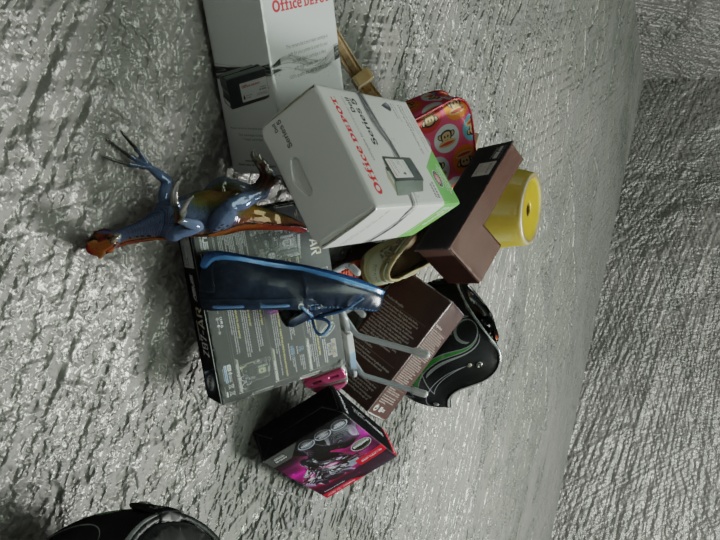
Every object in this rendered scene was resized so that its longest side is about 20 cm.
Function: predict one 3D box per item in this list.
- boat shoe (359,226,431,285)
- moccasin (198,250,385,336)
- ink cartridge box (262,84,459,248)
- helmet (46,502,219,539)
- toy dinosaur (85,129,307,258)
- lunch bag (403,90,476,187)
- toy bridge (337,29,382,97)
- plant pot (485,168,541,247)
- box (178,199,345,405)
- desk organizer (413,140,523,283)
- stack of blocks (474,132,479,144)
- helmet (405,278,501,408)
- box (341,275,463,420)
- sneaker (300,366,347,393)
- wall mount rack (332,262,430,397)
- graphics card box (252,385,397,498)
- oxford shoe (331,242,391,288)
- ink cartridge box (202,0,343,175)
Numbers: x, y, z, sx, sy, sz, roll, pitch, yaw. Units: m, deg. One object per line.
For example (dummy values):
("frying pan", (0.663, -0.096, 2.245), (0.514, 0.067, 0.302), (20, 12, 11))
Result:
("boat shoe", (0.090, -0.035, 1.028), (0.200, 0.063, 0.073), (-37, 115, -28))
("moccasin", (-0.073, 0.026, 0.751), (0.199, 0.080, 0.068), (11, 93, -19))
("ink cartridge box", (0.007, -0.112, 0.783), (0.200, 0.084, 0.146), (-12, 73, -58))
("helmet", (-0.211, 0.310, 0.594), (0.200, 0.190, 0.200), (46, 26, -30))
("toy dinosaur", (-0.159, -0.044, 0.679), (0.181, 0.105, 0.200), (-36, 123, -5))
("lunch bag", (0.077, -0.156, 1.051), (0.200, 0.082, 0.177), (-25, 123, -15))
("toy bridge", (0.003, -0.255, 0.946), (0.200, 0.027, 0.067), (54, 4, -9))
("plant pot", (0.221, -0.117, 1.296), (0.201, 0.188, 0.201), (-23, 116, -58))
("box", (-0.106, 0.029, 0.791), (0.160, 0.043, 0.201), (-15, 101, -31))
("desk organizer", (0.168, -0.081, 1.003), (0.077, 0.072, 0.200), (44, 65, -26))
("stack of blocks", (0.111, -0.137, 1.155), (0.059, 0.115, 0.200), (79, 28, -70))
("helmet", (0.125, 0.122, 1.172), (0.200, 0.190, 0.200), (49, 17, -21))
("box", (0.050, 0.109, 1.055), (0.200, 0.100, 0.075), (-53, 147, -2))
("sneaker", (-0.089, 0.070, 0.900), (0.200, 0.074, 0.088), (49, 14, -30))
("wall mount rack", (0.013, 0.089, 0.931), (0.074, 0.174, 0.200), (-28, 149, -13))
("graphics card box", (-0.042, 0.238, 0.968), (0.200, 0.125, 0.051), (53, 8, -51))
("oxford shoe", (0.000, 0.000, 1.060), (0.200, 0.072, 0.071), (-14, 124, -41))
("ink cartridge box", (-0.090, -0.227, 0.817), (0.145, 0.084, 0.201), (-40, 131, -52))
